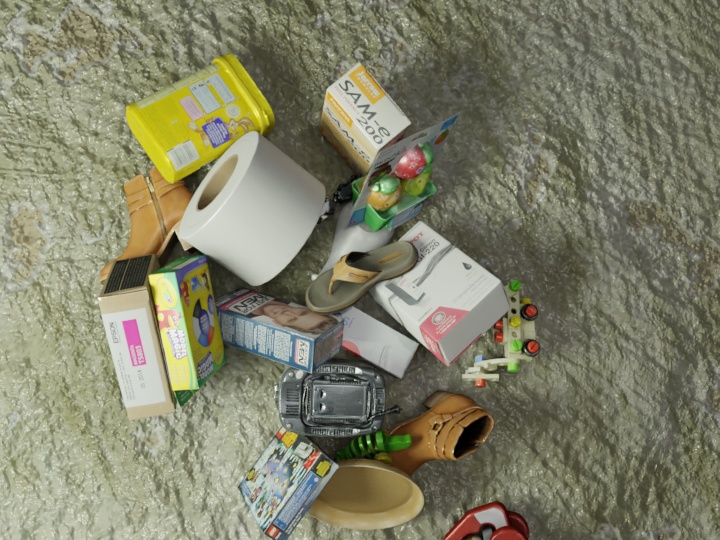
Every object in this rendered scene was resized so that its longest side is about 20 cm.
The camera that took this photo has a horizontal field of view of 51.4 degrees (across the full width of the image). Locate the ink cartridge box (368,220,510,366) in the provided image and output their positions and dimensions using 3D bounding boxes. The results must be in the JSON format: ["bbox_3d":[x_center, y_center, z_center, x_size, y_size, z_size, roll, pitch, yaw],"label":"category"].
[{"bbox_3d":[0.119,0.032,1.215,0.146,0.085,0.200,-42,49,-9],"label":"ink cartridge box"}]

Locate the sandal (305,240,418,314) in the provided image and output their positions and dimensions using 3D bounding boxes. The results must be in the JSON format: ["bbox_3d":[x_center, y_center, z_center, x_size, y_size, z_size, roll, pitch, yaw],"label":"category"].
[{"bbox_3d":[0.000,0.000,1.187,0.199,0.055,0.082,-24,49,-6],"label":"sandal"}]

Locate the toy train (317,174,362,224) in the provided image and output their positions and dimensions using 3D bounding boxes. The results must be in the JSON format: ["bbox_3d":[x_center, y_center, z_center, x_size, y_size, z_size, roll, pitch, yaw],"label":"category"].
[{"bbox_3d":[-0.074,-0.098,1.281,0.200,0.046,0.034,-39,96,-12],"label":"toy train"}]

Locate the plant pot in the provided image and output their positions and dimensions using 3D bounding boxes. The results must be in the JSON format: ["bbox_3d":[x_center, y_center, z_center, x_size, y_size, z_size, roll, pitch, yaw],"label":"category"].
[{"bbox_3d":[0.001,0.350,1.178,0.198,0.201,0.028,8,45,-5],"label":"plant pot"}]

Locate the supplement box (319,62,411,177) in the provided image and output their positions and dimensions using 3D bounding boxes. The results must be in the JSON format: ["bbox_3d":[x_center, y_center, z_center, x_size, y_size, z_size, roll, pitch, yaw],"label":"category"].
[{"bbox_3d":[0.001,-0.237,1.229,0.073,0.200,0.126,-40,88,-10],"label":"supplement box"}]

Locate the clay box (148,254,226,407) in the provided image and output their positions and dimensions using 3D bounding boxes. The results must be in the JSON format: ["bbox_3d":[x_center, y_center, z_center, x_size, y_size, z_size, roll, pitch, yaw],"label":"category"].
[{"bbox_3d":[-0.250,0.088,1.109,0.047,0.115,0.202,-7,102,13],"label":"clay box"}]

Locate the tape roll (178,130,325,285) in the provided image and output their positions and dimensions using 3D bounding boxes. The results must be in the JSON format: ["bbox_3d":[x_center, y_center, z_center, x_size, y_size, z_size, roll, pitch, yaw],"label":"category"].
[{"bbox_3d":[-0.170,-0.097,1.172,0.139,0.202,0.203,37,79,-26],"label":"tape roll"}]

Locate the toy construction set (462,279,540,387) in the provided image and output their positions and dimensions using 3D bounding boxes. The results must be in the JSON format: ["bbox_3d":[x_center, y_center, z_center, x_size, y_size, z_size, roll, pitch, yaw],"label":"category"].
[{"bbox_3d":[0.230,0.098,1.266,0.130,0.092,0.202,5,82,-6],"label":"toy construction set"}]

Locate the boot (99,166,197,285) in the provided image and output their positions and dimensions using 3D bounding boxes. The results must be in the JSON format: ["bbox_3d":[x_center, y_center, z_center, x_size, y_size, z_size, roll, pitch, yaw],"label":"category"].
[{"bbox_3d":[-0.360,-0.076,1.231,0.199,0.077,0.156,-29,82,-3],"label":"boot"}]

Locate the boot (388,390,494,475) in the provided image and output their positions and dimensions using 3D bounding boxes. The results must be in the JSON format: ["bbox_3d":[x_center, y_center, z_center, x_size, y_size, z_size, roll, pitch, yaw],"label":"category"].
[{"bbox_3d":[0.118,0.283,1.189,0.200,0.155,0.077,-42,108,-14],"label":"boot"}]

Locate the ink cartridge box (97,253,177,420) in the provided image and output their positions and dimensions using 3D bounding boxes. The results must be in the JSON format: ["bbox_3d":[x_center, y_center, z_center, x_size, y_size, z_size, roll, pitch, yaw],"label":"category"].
[{"bbox_3d":[-0.329,0.096,1.132,0.074,0.165,0.202,-9,109,-7],"label":"ink cartridge box"}]

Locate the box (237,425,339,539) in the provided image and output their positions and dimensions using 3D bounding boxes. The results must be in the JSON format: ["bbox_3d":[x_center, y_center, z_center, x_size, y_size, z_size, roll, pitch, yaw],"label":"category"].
[{"bbox_3d":[-0.116,0.316,1.144,0.040,0.200,0.137,40,79,-17],"label":"box"}]

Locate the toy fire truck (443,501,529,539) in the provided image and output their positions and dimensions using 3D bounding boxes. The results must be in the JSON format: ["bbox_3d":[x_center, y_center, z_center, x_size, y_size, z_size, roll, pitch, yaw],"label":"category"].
[{"bbox_3d":[0.208,0.490,1.215,0.167,0.112,0.201,-22,84,10],"label":"toy fire truck"}]

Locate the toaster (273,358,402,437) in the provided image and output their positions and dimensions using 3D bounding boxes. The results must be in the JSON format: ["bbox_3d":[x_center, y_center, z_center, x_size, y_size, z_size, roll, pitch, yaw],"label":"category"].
[{"bbox_3d":[-0.039,0.198,1.199,0.198,0.129,0.115,1,91,-6],"label":"toaster"}]

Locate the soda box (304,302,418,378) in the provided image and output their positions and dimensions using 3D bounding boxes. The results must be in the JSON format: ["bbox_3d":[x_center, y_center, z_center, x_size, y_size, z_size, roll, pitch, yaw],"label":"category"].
[{"bbox_3d":[-0.006,0.105,1.253,0.199,0.063,0.069,30,81,-2],"label":"soda box"}]

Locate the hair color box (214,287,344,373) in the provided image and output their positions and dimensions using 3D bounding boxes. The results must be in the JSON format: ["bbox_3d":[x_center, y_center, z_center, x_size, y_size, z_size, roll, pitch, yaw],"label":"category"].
[{"bbox_3d":[-0.135,0.090,1.177,0.199,0.100,0.061,16,112,23],"label":"hair color box"}]

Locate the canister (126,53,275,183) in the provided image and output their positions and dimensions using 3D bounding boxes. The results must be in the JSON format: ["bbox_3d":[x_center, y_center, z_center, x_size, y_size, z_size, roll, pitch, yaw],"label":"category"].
[{"bbox_3d":[-0.264,-0.251,1.236,0.199,0.087,0.149,-34,86,-23],"label":"canister"}]

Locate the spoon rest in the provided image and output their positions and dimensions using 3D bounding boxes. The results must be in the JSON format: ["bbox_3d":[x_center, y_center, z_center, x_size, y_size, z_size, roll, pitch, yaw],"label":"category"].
[{"bbox_3d":[-0.017,-0.045,1.282,0.099,0.061,0.200,38,67,-2],"label":"spoon rest"}]

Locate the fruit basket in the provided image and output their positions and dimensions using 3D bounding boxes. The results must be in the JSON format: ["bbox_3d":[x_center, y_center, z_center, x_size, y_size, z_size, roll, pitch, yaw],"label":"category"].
[{"bbox_3d":[0.070,-0.152,1.203,0.185,0.200,0.094,-31,77,-33],"label":"fruit basket"}]

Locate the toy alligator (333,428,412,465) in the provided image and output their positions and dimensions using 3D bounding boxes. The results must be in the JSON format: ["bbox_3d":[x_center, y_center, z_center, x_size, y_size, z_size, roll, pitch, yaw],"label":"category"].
[{"bbox_3d":[-0.012,0.296,1.191,0.199,0.060,0.054,-29,124,20],"label":"toy alligator"}]
